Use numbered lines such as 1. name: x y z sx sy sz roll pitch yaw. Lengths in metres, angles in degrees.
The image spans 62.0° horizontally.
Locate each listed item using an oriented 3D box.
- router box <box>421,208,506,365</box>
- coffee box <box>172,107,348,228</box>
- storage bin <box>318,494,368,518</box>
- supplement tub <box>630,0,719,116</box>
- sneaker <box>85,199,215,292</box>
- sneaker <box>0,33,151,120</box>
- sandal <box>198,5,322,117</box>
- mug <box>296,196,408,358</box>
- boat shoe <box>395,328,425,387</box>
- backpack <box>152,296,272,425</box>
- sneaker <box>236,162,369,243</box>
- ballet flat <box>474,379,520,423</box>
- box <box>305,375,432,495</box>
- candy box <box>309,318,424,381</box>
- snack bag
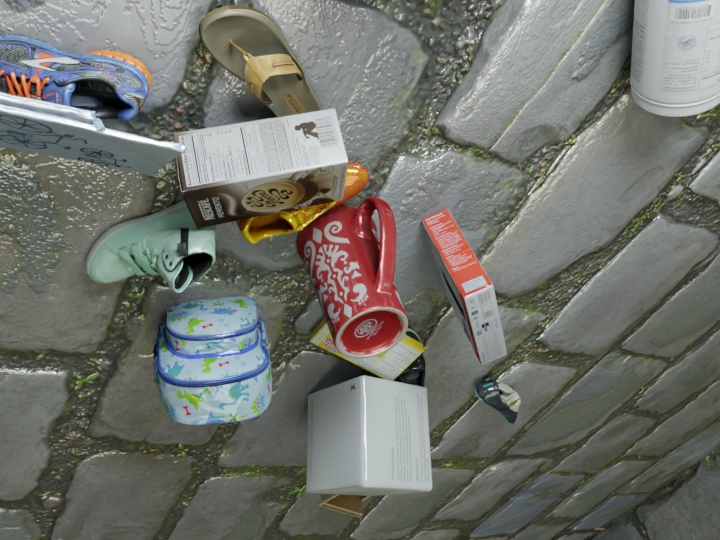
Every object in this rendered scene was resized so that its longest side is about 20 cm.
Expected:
1. router box: 0.173 0.029 0.992 0.048 0.180 0.201 -23 137 2
2. coffee box: -0.123 -0.126 0.755 0.198 0.081 0.113 -12 164 -9
3. storage bin: 0.021 0.512 1.484 0.199 0.094 0.198 -37 136 15
4. supplement tub: 0.423 -0.319 0.776 0.131 0.133 0.201 -23 139 2
5. sneaker: -0.285 -0.012 0.806 0.199 0.119 0.074 -27 139 7
6. sneaker: -0.324 -0.196 0.631 0.198 0.079 0.076 -5 135 -18
7. sandal: -0.105 -0.226 0.708 0.080 0.054 0.200 -31 138 12
8. mug: -0.011 0.004 0.874 0.132 0.201 0.179 -10 137 -12
9. boat shoe: 0.099 0.198 1.216 0.074 0.066 0.200 -13 137 -8
10. backpack: -0.226 0.133 0.917 0.181 0.200 0.148 -4 116 -16
11. sneaker: -0.076 -0.090 0.845 0.198 0.077 0.073 -25 136 1
12. ballet flat: 0.345 0.312 1.435 0.073 0.073 0.200 -35 134 15
13. box: 0.013 0.333 1.178 0.170 0.201 0.199 17 150 -34
14. candy box: 0.014 0.135 1.115 0.199 0.027 0.102 31 120 -26
15. snack bag: -0.302 -0.143 0.653 0.198 0.188 0.022 9 85 -29
